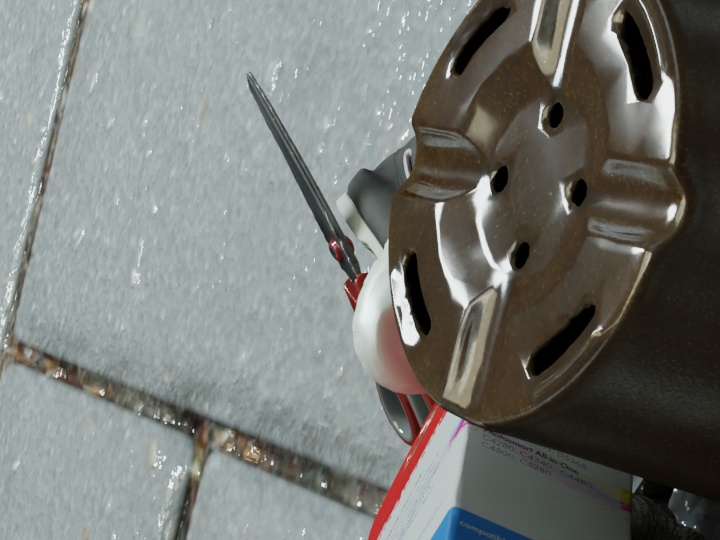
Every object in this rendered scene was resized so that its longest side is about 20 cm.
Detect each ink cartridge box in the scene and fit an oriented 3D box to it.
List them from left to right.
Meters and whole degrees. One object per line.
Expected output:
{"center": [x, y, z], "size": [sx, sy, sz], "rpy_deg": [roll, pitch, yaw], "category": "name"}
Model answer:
{"center": [0.042, 0.107, 0.762], "size": [0.200, 0.067, 0.117], "rpy_deg": [-73, 8, -63], "category": "ink cartridge box"}

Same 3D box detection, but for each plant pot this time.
{"center": [0.129, -0.009, 0.706], "size": [0.200, 0.197, 0.201], "rpy_deg": [-32, 51, 51], "category": "plant pot"}

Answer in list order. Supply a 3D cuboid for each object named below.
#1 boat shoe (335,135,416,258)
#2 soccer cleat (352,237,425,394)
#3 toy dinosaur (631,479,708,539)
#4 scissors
{"center": [0.049, 0.001, 0.969], "size": [0.057, 0.067, 0.200], "rpy_deg": [-47, 39, 9], "category": "boat shoe"}
{"center": [0.045, -0.017, 0.911], "size": [0.077, 0.069, 0.200], "rpy_deg": [-7, 34, 41], "category": "soccer cleat"}
{"center": [0.084, 0.114, 0.856], "size": [0.200, 0.077, 0.103], "rpy_deg": [-15, 59, 54], "category": "toy dinosaur"}
{"center": [0.000, 0.000, 0.998], "size": [0.201, 0.014, 0.073], "rpy_deg": [68, 164, -11], "category": "scissors"}
